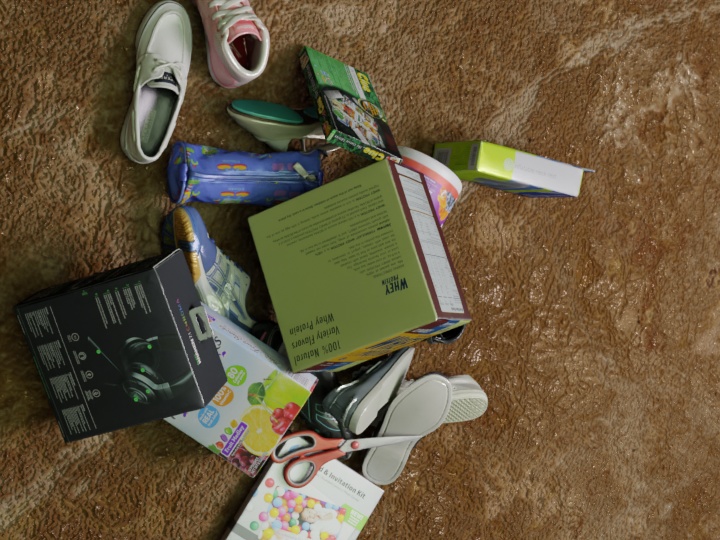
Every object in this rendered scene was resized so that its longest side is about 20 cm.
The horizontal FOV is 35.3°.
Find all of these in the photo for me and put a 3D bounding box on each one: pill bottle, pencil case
[{"bbox_3d":[0.044,-0.055,1.513,0.111,0.111,0.201,33,82,-27],"label":"pill bottle"},{"bbox_3d":[-0.140,-0.118,1.411,0.199,0.087,0.078,1,89,-21],"label":"pencil case"}]

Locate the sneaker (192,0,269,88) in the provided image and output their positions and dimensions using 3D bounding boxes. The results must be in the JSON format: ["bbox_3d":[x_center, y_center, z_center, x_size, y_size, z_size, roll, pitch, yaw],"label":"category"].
[{"bbox_3d":[-0.160,-0.322,1.373,0.075,0.105,0.201,-18,104,-22],"label":"sneaker"}]

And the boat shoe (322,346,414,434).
[{"bbox_3d":[0.015,0.145,1.501,0.200,0.062,0.073,-42,152,-56],"label":"boat shoe"}]

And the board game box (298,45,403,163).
[{"bbox_3d":[-0.015,-0.207,1.424,0.104,0.200,0.023,18,123,-28],"label":"board game box"}]

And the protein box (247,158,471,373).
[{"bbox_3d":[0.000,0.000,1.385,0.135,0.198,0.201,9,62,-67],"label":"protein box"}]

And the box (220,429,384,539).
[{"bbox_3d":[-0.085,0.341,1.522,0.156,0.041,0.200,34,80,-11],"label":"box"}]

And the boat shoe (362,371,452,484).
[{"bbox_3d":[0.064,0.206,1.543,0.074,0.060,0.201,24,120,-5],"label":"boat shoe"}]

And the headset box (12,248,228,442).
[{"bbox_3d":[-0.270,0.085,1.314,0.199,0.093,0.175,-16,101,15],"label":"headset box"}]

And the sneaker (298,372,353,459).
[{"bbox_3d":[-0.061,0.171,1.527,0.079,0.075,0.201,-14,114,5],"label":"sneaker"}]

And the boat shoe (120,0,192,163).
[{"bbox_3d":[-0.242,-0.227,1.363,0.072,0.066,0.201,17,89,-28],"label":"boat shoe"}]

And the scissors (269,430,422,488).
[{"bbox_3d":[-0.021,0.227,1.501,0.199,0.014,0.073,-20,92,-4],"label":"scissors"}]

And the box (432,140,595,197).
[{"bbox_3d":[0.213,-0.139,1.584,0.199,0.122,0.048,11,88,-28],"label":"box"}]

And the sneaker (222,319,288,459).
[{"bbox_3d":[-0.138,0.150,1.467,0.200,0.086,0.080,-58,159,15],"label":"sneaker"}]

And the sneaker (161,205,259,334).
[{"bbox_3d":[-0.187,0.003,1.431,0.088,0.075,0.201,-27,118,-30],"label":"sneaker"}]

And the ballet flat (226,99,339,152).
[{"bbox_3d":[-0.081,-0.181,1.461,0.199,0.069,0.070,-2,98,-28],"label":"ballet flat"}]

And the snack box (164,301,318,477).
[{"bbox_3d":[-0.173,0.141,1.388,0.200,0.053,0.142,34,107,-1],"label":"snack box"}]

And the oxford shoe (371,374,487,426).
[{"bbox_3d":[0.081,0.182,1.603,0.199,0.058,0.075,-2,131,-14],"label":"oxford shoe"}]

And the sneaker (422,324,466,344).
[{"bbox_3d":[0.056,0.068,1.545,0.199,0.099,0.071,-8,103,-25],"label":"sneaker"}]
